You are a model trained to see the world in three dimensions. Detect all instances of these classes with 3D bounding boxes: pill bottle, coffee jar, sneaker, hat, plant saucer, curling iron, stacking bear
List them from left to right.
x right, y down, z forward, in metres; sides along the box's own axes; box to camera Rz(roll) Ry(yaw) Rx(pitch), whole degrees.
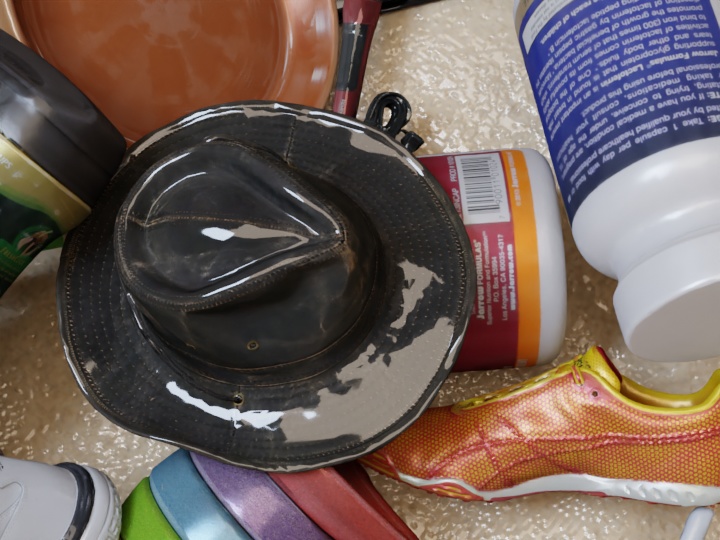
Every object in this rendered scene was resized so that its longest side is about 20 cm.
[{"bbox_3d":[-0.204,0.161,0.705,0.200,0.115,0.075,-56,38,4],"label":"sneaker"},{"bbox_3d":[-0.202,-0.015,0.703,0.104,0.085,0.200,37,85,16],"label":"coffee jar"},{"bbox_3d":[-0.101,-0.141,0.815,0.199,0.032,0.202,10,72,-33],"label":"plant saucer"},{"bbox_3d":[-0.084,0.159,0.753,0.200,0.114,0.121,-45,37,0],"label":"stacking bear"},{"bbox_3d":[-0.048,-0.010,0.697,0.199,0.081,0.202,-2,66,4],"label":"hat"},{"bbox_3d":[0.000,0.000,0.796,0.199,0.113,0.114,-4,73,0],"label":"pill bottle"},{"bbox_3d":[0.010,-0.143,0.864,0.049,0.026,0.201,8,72,-20],"label":"curling iron"},{"bbox_3d":[0.093,0.075,0.779,0.199,0.073,0.078,-2,98,7],"label":"sneaker"},{"bbox_3d":[0.150,-0.064,0.757,0.115,0.116,0.201,-10,62,-2],"label":"pill bottle"}]

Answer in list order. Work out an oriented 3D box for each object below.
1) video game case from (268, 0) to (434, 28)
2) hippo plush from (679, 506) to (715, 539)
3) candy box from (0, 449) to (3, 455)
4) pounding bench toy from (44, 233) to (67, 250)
[{"bbox_3d":[-0.040,-0.236,0.913,0.180,0.026,0.201,-14,75,-4],"label":"video game case"},{"bbox_3d":[0.135,0.251,0.712,0.161,0.200,0.159,46,123,2],"label":"hippo plush"},{"bbox_3d":[-0.281,0.127,0.792,0.199,0.056,0.117,-26,75,-5],"label":"candy box"},{"bbox_3d":[-0.239,-0.047,0.808,0.156,0.124,0.200,-38,76,-10],"label":"pounding bench toy"}]
